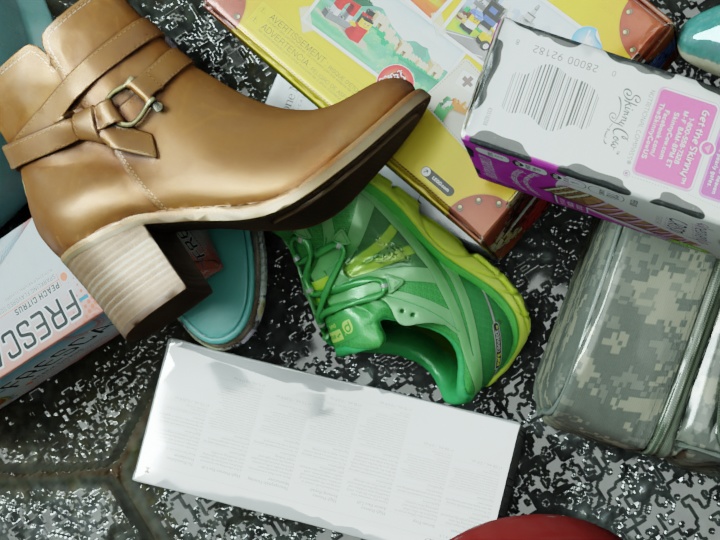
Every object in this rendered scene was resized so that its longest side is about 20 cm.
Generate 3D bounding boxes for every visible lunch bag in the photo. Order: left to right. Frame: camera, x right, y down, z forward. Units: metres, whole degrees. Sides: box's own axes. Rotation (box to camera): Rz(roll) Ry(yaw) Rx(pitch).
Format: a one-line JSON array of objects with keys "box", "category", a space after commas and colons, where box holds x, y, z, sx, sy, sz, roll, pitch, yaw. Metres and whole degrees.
[{"box": [0.199, 0.014, 1.084, 0.168, 0.139, 0.200, 20, 85, 0], "category": "lunch bag"}]

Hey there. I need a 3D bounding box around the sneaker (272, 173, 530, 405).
[{"box": [0.000, 0.000, 1.111, 0.200, 0.074, 0.084, 34, 67, -10], "category": "sneaker"}]

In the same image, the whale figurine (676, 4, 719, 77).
[{"box": [0.254, -0.156, 1.070, 0.200, 0.104, 0.159, -29, 48, -28], "category": "whale figurine"}]

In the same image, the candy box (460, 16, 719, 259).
[{"box": [0.151, -0.046, 0.954, 0.200, 0.136, 0.061, 18, 88, 8], "category": "candy box"}]

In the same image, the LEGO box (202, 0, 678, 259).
[{"box": [0.042, -0.128, 1.099, 0.200, 0.077, 0.149, 42, 91, 11], "category": "LEGO box"}]

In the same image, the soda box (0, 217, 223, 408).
[{"box": [-0.174, 0.016, 1.138, 0.200, 0.064, 0.068, -31, 79, 27], "category": "soda box"}]

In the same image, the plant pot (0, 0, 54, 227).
[{"box": [-0.236, -0.094, 1.146, 0.134, 0.200, 0.200, -10, 81, -20], "category": "plant pot"}]

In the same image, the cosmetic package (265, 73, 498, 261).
[{"box": [0.045, -0.126, 1.165, 0.151, 0.052, 0.200, 22, 87, 13], "category": "cosmetic package"}]

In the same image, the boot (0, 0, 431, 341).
[{"box": [-0.080, -0.079, 1.042, 0.200, 0.077, 0.155, -35, 79, 9], "category": "boot"}]

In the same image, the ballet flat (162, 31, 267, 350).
[{"box": [-0.095, -0.051, 1.167, 0.072, 0.072, 0.200, -24, 81, 5], "category": "ballet flat"}]

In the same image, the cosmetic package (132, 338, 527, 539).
[{"box": [-0.016, 0.101, 1.146, 0.200, 0.051, 0.083, 14, 82, 10], "category": "cosmetic package"}]

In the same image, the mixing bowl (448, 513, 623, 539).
[{"box": [0.085, 0.196, 1.066, 0.200, 0.200, 0.108, -23, 45, 5], "category": "mixing bowl"}]
